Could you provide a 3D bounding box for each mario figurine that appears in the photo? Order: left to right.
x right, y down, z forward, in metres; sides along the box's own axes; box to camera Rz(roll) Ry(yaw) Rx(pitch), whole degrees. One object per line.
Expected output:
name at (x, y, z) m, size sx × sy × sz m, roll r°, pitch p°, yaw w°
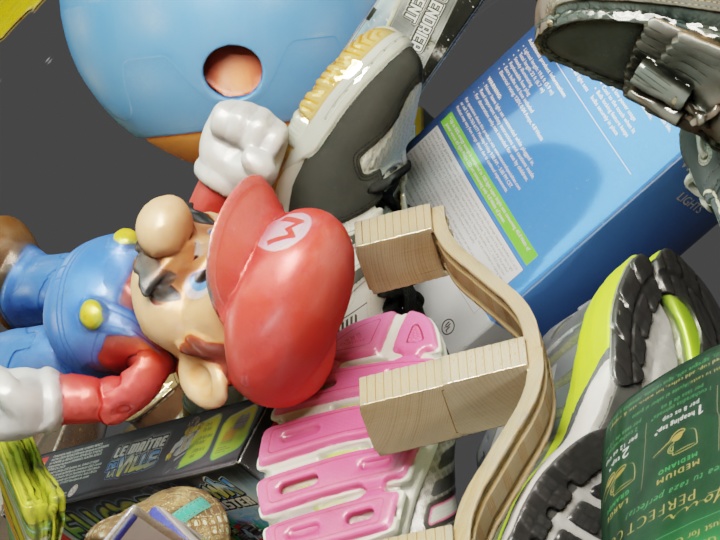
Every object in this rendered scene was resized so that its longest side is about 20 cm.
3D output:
mario figurine at (-0.091, -0.001, 0.857) m, size 0.199 × 0.106 × 0.124 m, roll -8°, pitch 84°, yaw 38°

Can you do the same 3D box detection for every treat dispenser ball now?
treat dispenser ball at (-0.072, -0.159, 1.302) m, size 0.201 × 0.201 × 0.201 m, roll -40°, pitch 24°, yaw 21°

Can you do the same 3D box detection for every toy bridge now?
toy bridge at (0.033, 0.043, 0.790) m, size 0.067 × 0.027 × 0.201 m, roll -14°, pitch 36°, yaw 9°

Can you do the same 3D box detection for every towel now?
towel at (-0.121, 0.162, 0.918) m, size 0.018 × 0.201 × 0.086 m, roll -11°, pitch 24°, yaw -14°

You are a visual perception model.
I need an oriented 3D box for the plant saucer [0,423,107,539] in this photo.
plant saucer at (-0.186, 0.126, 1.238) m, size 0.201 × 0.032 × 0.201 m, roll -54°, pitch 17°, yaw 24°

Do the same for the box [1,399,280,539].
box at (-0.059, 0.110, 0.962) m, size 0.200 × 0.110 × 0.035 m, roll -19°, pitch 37°, yaw 53°

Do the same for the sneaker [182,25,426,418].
sneaker at (0.000, 0.000, 0.919) m, size 0.076 × 0.087 × 0.201 m, roll -34°, pitch -32°, yaw -56°

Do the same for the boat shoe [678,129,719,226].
boat shoe at (0.151, -0.047, 0.827) m, size 0.062 × 0.072 × 0.201 m, roll -34°, pitch 52°, yaw 52°

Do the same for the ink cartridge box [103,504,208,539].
ink cartridge box at (-0.104, 0.185, 0.824) m, size 0.198 × 0.200 × 0.047 m, roll -50°, pitch 51°, yaw -5°

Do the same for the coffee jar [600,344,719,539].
coffee jar at (0.116, 0.113, 0.656) m, size 0.104 × 0.085 × 0.201 m, roll -30°, pitch 28°, yaw 32°

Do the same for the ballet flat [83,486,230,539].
ballet flat at (-0.083, 0.154, 0.939) m, size 0.065 × 0.070 × 0.200 m, roll -38°, pitch -18°, yaw -31°

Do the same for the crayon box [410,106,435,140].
crayon box at (0.000, 0.023, 1.070) m, size 0.126 × 0.052 × 0.200 m, roll -39°, pitch 23°, yaw 24°

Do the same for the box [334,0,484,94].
box at (0.033, -0.126, 1.025) m, size 0.137 × 0.040 × 0.200 m, roll -56°, pitch 3°, yaw 24°

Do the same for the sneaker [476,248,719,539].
sneaker at (0.076, 0.083, 0.820) m, size 0.081 × 0.074 × 0.200 m, roll -36°, pitch 17°, yaw 45°

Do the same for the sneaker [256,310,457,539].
sneaker at (0.010, 0.111, 0.839) m, size 0.073 × 0.088 × 0.201 m, roll -14°, pitch 50°, yaw 22°

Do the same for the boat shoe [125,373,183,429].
boat shoe at (-0.096, 0.010, 1.241) m, size 0.076 × 0.074 × 0.201 m, roll -36°, pitch 26°, yaw 29°

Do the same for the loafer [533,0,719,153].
loafer at (0.151, -0.057, 0.750) m, size 0.072 × 0.198 × 0.063 m, roll 90°, pitch -168°, yaw -71°

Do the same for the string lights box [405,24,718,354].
string lights box at (0.102, -0.054, 0.940) m, size 0.200 × 0.059 × 0.103 m, roll -42°, pitch 52°, yaw 18°
